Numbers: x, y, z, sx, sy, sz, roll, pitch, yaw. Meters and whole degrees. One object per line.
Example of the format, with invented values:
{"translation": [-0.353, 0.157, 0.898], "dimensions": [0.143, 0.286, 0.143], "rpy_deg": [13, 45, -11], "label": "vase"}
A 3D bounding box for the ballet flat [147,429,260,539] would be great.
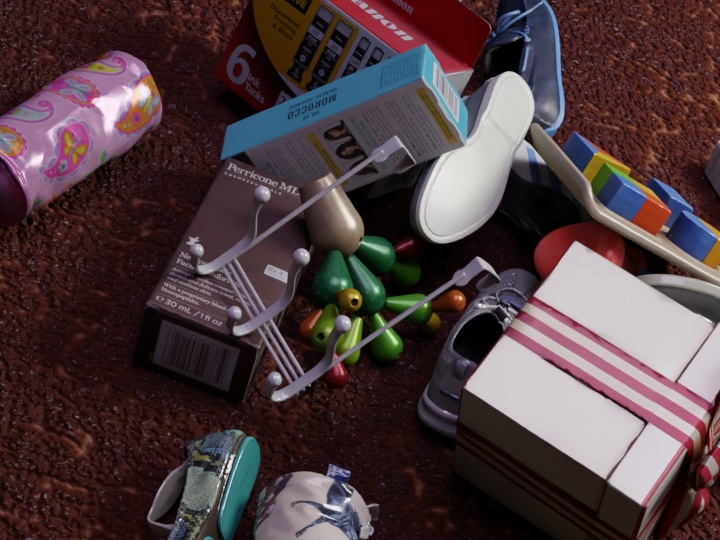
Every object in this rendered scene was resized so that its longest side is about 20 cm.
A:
{"translation": [-0.126, 0.198, 1.334], "dimensions": [0.074, 0.074, 0.200], "rpy_deg": [19, 41, 0], "label": "ballet flat"}

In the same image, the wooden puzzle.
{"translation": [0.247, -0.054, 1.609], "dimensions": [0.200, 0.046, 0.185], "rpy_deg": [33, 12, -21], "label": "wooden puzzle"}

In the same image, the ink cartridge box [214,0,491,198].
{"translation": [-0.008, -0.197, 1.670], "dimensions": [0.200, 0.176, 0.084], "rpy_deg": [38, 28, 21], "label": "ink cartridge box"}

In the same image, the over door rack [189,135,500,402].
{"translation": [-0.017, -0.010, 1.417], "dimensions": [0.199, 0.067, 0.148], "rpy_deg": [-29, 60, -6], "label": "over door rack"}

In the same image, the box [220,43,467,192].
{"translation": [-0.014, -0.115, 1.583], "dimensions": [0.199, 0.082, 0.049], "rpy_deg": [-20, 38, 22], "label": "box"}

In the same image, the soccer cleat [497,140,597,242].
{"translation": [0.146, -0.083, 1.711], "dimensions": [0.200, 0.070, 0.086], "rpy_deg": [45, 27, 28], "label": "soccer cleat"}

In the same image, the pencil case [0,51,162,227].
{"translation": [-0.257, -0.113, 1.580], "dimensions": [0.087, 0.088, 0.200], "rpy_deg": [33, 46, 15], "label": "pencil case"}

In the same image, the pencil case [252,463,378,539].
{"translation": [-0.038, 0.234, 1.306], "dimensions": [0.089, 0.078, 0.201], "rpy_deg": [-1, 43, 7], "label": "pencil case"}

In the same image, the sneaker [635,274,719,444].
{"translation": [0.290, 0.083, 1.518], "dimensions": [0.199, 0.075, 0.107], "rpy_deg": [29, 68, -24], "label": "sneaker"}

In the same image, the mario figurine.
{"translation": [0.228, 0.032, 1.601], "dimensions": [0.199, 0.106, 0.123], "rpy_deg": [30, 5, -18], "label": "mario figurine"}

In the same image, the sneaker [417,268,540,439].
{"translation": [0.115, 0.055, 1.535], "dimensions": [0.074, 0.082, 0.200], "rpy_deg": [25, 41, 6], "label": "sneaker"}

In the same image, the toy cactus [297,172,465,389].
{"translation": [0.000, 0.000, 1.514], "dimensions": [0.200, 0.102, 0.166], "rpy_deg": [-34, 103, -51], "label": "toy cactus"}

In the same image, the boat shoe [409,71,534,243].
{"translation": [0.088, -0.093, 1.620], "dimensions": [0.073, 0.062, 0.200], "rpy_deg": [48, 52, -23], "label": "boat shoe"}

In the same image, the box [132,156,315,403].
{"translation": [-0.103, 0.005, 1.521], "dimensions": [0.100, 0.075, 0.200], "rpy_deg": [21, 41, 1], "label": "box"}

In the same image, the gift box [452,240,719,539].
{"translation": [0.199, 0.102, 1.413], "dimensions": [0.186, 0.185, 0.200], "rpy_deg": [34, 71, 17], "label": "gift box"}

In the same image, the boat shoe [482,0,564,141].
{"translation": [0.155, -0.214, 1.819], "dimensions": [0.068, 0.084, 0.201], "rpy_deg": [14, 40, -21], "label": "boat shoe"}

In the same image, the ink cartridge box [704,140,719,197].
{"translation": [0.458, -0.055, 1.795], "dimensions": [0.199, 0.045, 0.177], "rpy_deg": [-3, 46, -21], "label": "ink cartridge box"}
